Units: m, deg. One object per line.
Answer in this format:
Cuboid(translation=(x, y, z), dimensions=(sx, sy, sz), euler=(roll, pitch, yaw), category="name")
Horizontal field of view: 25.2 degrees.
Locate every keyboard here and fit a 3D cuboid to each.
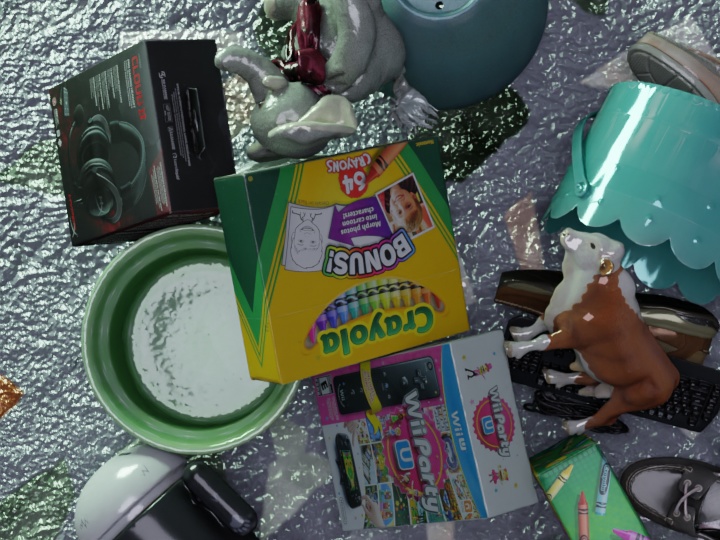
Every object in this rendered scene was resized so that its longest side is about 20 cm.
Cuboid(translation=(0.215, 0.109, 1.418), dimensions=(0.199, 0.040, 0.104), euler=(15, 132, 5), category="keyboard")

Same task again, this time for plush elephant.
Cuboid(translation=(-0.048, -0.164, 1.364), dimensions=(0.155, 0.165, 0.200), euler=(-38, 94, -23), category="plush elephant")

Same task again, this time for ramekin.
Cuboid(translation=(-0.141, 0.062, 1.439), dimensions=(0.199, 0.098, 0.201), euler=(0, 87, 3), category="ramekin")

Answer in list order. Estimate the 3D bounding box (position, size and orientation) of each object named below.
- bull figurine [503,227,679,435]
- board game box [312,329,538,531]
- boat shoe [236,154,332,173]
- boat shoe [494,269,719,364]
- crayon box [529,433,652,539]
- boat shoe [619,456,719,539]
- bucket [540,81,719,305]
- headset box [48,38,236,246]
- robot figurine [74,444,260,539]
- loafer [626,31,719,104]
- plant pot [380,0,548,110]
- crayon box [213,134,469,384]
Cuboid(translation=(0.192, 0.055, 1.335), dimensions=(0.121, 0.065, 0.200), euler=(-24, 125, 18), category="bull figurine")
Cuboid(translation=(0.051, 0.140, 1.379), dimensions=(0.064, 0.200, 0.148), euler=(-9, 85, -39), category="board game box")
Cuboid(translation=(-0.033, -0.078, 1.461), dimensions=(0.199, 0.057, 0.069), euler=(-6, 87, 3), category="boat shoe")
Cuboid(translation=(0.216, 0.051, 1.433), dimensions=(0.199, 0.076, 0.074), euler=(14, 101, 6), category="boat shoe")
Cuboid(translation=(0.197, 0.205, 1.361), dimensions=(0.058, 0.200, 0.119), euler=(-29, 86, 2), category="crayon box")
Cuboid(translation=(0.328, 0.214, 1.425), dimensions=(0.199, 0.057, 0.067), euler=(20, 88, 4), category="boat shoe")
Cuboid(translation=(0.267, -0.063, 1.374), dimensions=(0.207, 0.207, 0.135), euler=(24, 85, 4), category="bucket")
Cuboid(translation=(-0.186, -0.111, 1.403), dimensions=(0.077, 0.200, 0.149), euler=(-7, 87, -37), category="headset box")
Cuboid(translation=(-0.160, 0.246, 1.420), dimensions=(0.150, 0.125, 0.200), euler=(-43, 86, -5), category="robot figurine")
Cuboid(translation=(0.330, -0.151, 1.447), dimensions=(0.200, 0.072, 0.063), euler=(40, 73, -2), category="loafer")
Cuboid(translation=(0.070, -0.253, 1.426), dimensions=(0.199, 0.135, 0.201), euler=(0, 86, 3), category="plant pot")
Cuboid(translation=(-0.012, -0.012, 1.358), dimensions=(0.199, 0.058, 0.173), euler=(-14, 96, -33), category="crayon box")
